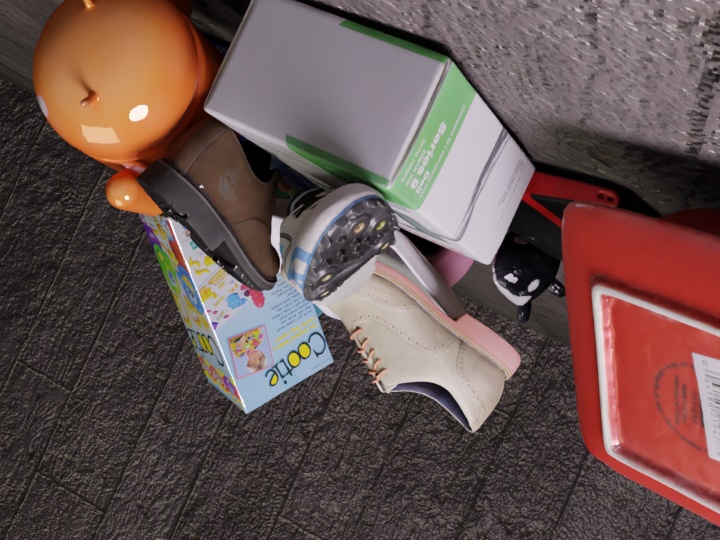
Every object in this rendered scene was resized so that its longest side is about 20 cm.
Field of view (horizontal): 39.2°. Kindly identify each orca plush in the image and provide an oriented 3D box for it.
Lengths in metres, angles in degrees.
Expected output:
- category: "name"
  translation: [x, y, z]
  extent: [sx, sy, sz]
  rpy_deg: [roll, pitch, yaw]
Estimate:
- category: "orca plush"
  translation: [0.183, -0.002, 0.970]
  extent: [0.070, 0.107, 0.200]
  rpy_deg: [-7, 163, 21]

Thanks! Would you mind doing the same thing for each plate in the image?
- category: "plate"
  translation: [0.000, 0.000, 0.831]
  extent: [0.197, 0.033, 0.200]
  rpy_deg: [15, 159, 40]

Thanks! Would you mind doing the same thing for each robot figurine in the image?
- category: "robot figurine"
  translation: [-0.150, -0.126, 0.699]
  extent: [0.116, 0.145, 0.200]
  rpy_deg: [38, -179, 13]

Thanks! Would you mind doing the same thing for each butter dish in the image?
- category: "butter dish"
  translation: [0.231, 0.042, 0.581]
  extent: [0.198, 0.147, 0.203]
  rpy_deg: [25, 137, 46]

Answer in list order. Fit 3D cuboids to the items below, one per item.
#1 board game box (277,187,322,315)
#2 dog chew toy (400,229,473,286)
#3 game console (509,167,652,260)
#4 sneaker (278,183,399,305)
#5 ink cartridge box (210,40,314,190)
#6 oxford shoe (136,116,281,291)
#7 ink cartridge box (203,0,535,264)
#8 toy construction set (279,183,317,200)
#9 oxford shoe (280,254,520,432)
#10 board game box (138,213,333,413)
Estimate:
- category: "board game box"
  translation: [-0.044, -0.044, 1.101]
  extent: [0.150, 0.199, 0.048]
  rpy_deg: [24, 139, 34]
- category: "dog chew toy"
  translation: [0.046, -0.042, 0.963]
  extent: [0.123, 0.126, 0.200]
  rpy_deg: [25, -178, -4]
- category: "game console"
  translation: [0.179, -0.036, 0.796]
  extent: [0.175, 0.032, 0.199]
  rpy_deg: [15, 172, 47]
- category: "sneaker"
  translation: [-0.022, -0.023, 0.625]
  extent: [0.073, 0.071, 0.200]
  rpy_deg: [55, 172, 4]
- category: "ink cartridge box"
  translation: [-0.122, -0.150, 0.911]
  extent: [0.135, 0.077, 0.200]
  rpy_deg: [24, 179, 26]
- category: "oxford shoe"
  translation: [-0.082, -0.043, 0.716]
  extent: [0.072, 0.085, 0.200]
  rpy_deg: [35, 169, 17]
- category: "ink cartridge box"
  translation: [0.016, -0.085, 0.663]
  extent: [0.144, 0.085, 0.199]
  rpy_deg: [25, 179, 27]
- category: "toy construction set"
  translation: [-0.068, -0.094, 1.064]
  extent: [0.199, 0.130, 0.093]
  rpy_deg: [35, 142, 28]
- category: "oxford shoe"
  translation: [0.020, 0.046, 0.747]
  extent: [0.198, 0.075, 0.071]
  rpy_deg: [29, 164, 2]
- category: "board game box"
  translation: [-0.119, 0.011, 0.954]
  extent: [0.103, 0.104, 0.203]
  rpy_deg: [21, 134, 58]
